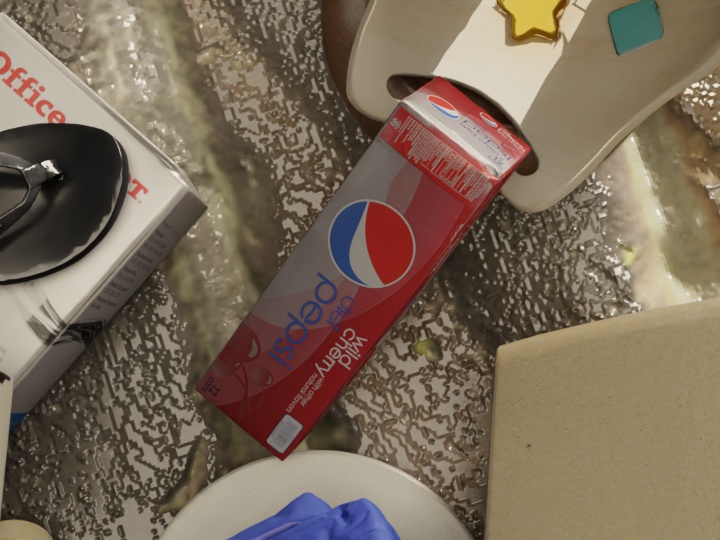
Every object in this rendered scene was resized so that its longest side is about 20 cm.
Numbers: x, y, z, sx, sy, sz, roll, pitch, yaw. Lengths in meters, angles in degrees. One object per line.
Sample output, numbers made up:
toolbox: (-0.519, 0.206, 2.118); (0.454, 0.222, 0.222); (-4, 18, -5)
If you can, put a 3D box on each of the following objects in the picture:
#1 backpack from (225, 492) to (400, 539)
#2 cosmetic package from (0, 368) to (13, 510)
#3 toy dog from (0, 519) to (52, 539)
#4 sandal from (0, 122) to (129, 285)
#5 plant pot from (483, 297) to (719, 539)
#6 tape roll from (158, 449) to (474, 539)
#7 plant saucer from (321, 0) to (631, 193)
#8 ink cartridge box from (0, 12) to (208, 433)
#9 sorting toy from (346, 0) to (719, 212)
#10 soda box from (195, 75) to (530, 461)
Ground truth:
backpack: (-0.010, 0.221, 0.777); (0.162, 0.168, 0.200); (-25, 117, 3)
cosmetic package: (-0.273, 0.078, 0.753); (0.199, 0.103, 0.088); (3, 80, 4)
toy dog: (-0.248, 0.195, 0.844); (0.200, 0.132, 0.096); (-42, 122, -10)
sandal: (-0.210, -0.025, 0.803); (0.199, 0.043, 0.076); (-14, 81, -8)
plant pot: (0.150, 0.119, 0.795); (0.176, 0.200, 0.200); (3, 76, 8)
tape roll: (-0.023, 0.197, 0.877); (0.202, 0.037, 0.204); (0, 84, 2)
plant saucer: (0.077, -0.145, 0.908); (0.200, 0.037, 0.201); (0, 85, 2)
ink cartridge box: (-0.201, -0.013, 0.876); (0.146, 0.084, 0.200); (42, 87, 7)
sorting toy: (0.087, -0.134, 0.845); (0.200, 0.107, 0.180); (32, 95, 2)
soda box: (0.000, 0.000, 0.839); (0.063, 0.070, 0.200); (39, 115, 4)
